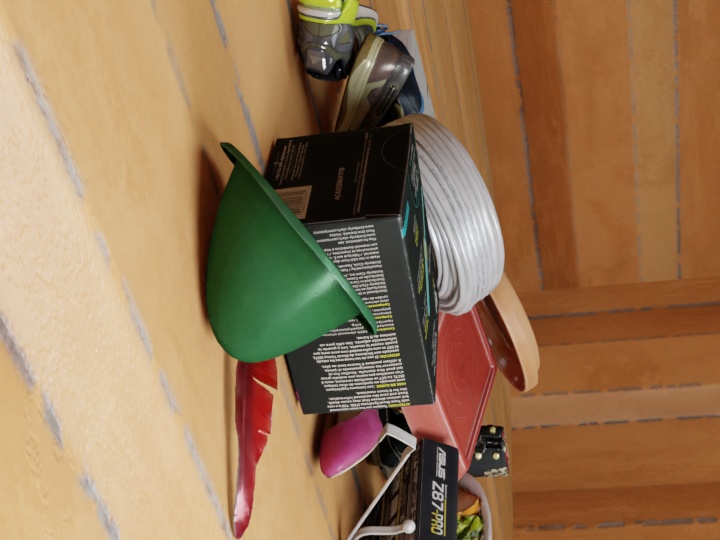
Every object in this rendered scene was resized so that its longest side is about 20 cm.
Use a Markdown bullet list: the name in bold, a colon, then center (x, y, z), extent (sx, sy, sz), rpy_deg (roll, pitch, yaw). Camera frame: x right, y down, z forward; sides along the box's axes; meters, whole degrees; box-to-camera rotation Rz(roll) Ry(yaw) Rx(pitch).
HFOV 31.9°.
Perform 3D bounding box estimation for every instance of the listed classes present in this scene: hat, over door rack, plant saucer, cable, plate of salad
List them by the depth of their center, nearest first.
- **hat**: center (-0.099, 0.039, 0.882), extent (0.200, 0.176, 0.166), rpy_deg (49, -4, 26)
- **over door rack**: center (0.022, 0.265, 1.148), extent (0.149, 0.066, 0.201), rpy_deg (-84, -172, -49)
- **cable**: center (0.071, -0.054, 1.244), extent (0.201, 0.069, 0.201), rpy_deg (59, -17, 25)
- **plate of salad**: center (0.072, 0.312, 1.369), extent (0.048, 0.200, 0.202), rpy_deg (24, 49, -27)
- **plant saucer**: center (0.098, 0.106, 1.370), extent (0.201, 0.036, 0.201), rpy_deg (-67, 144, -45)
- **plant saucer**: center (0.147, 0.039, 1.405), extent (0.202, 0.032, 0.200), rpy_deg (62, -6, 12)

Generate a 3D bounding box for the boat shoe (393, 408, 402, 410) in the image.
- **boat shoe**: center (0.049, 0.112, 1.418), extent (0.202, 0.074, 0.076), rpy_deg (10, 93, -68)

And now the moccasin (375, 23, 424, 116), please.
- **moccasin**: center (0.022, -0.235, 1.416), extent (0.068, 0.080, 0.201), rpy_deg (42, 11, -36)

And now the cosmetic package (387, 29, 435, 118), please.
- **cosmetic package**: center (0.055, -0.216, 1.687), extent (0.201, 0.073, 0.103), rpy_deg (71, 17, -58)

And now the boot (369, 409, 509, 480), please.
- **boot**: center (0.091, 0.196, 1.469), extent (0.204, 0.152, 0.074), rpy_deg (65, 22, -61)

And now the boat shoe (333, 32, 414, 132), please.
- **boat shoe**: center (0.013, -0.157, 1.303), extent (0.202, 0.065, 0.072), rpy_deg (103, 13, -55)

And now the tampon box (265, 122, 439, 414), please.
- **tampon box**: center (-0.005, 0.000, 1.108), extent (0.151, 0.124, 0.202), rpy_deg (-82, 164, -54)

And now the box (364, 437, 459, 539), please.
- **box**: center (0.046, 0.297, 1.280), extent (0.162, 0.049, 0.202), rpy_deg (123, -21, -44)

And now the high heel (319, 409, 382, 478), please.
- **high heel**: center (-0.017, 0.114, 1.212), extent (0.096, 0.067, 0.200), rpy_deg (57, 30, -15)

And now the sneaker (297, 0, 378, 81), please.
- **sneaker**: center (-0.030, -0.233, 1.278), extent (0.200, 0.073, 0.082), rpy_deg (-21, 121, -77)
